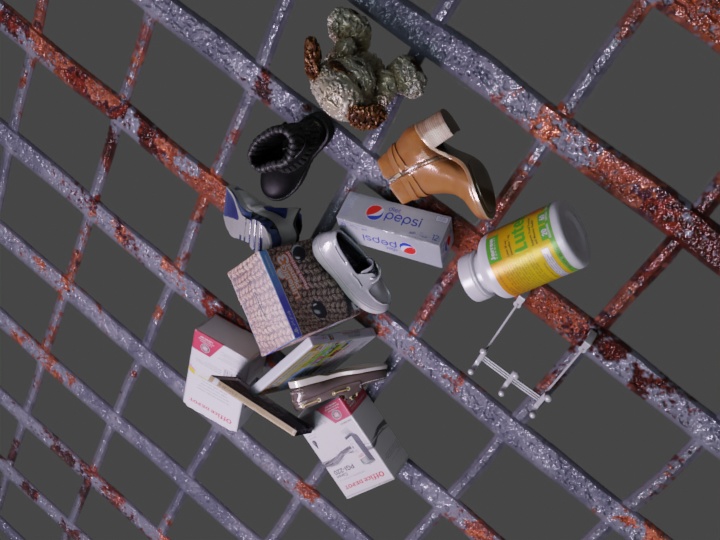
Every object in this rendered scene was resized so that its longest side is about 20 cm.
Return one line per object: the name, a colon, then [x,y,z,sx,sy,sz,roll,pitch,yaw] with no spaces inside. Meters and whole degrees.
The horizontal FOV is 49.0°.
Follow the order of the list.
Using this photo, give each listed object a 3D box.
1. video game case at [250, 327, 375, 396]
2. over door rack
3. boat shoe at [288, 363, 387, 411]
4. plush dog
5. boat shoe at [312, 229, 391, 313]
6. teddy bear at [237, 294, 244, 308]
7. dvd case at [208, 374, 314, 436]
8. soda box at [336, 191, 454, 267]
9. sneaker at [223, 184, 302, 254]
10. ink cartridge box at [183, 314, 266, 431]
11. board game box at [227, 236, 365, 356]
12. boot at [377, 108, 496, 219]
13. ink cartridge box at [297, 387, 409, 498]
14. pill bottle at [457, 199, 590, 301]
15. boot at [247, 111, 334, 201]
video game case: [-0.090,0.174,1.510,0.200,0.180,0.023,-41,67,35]
over door rack: [0.288,0.148,1.360,0.146,0.067,0.202,34,124,9]
boat shoe: [-0.038,0.220,1.508,0.072,0.196,0.061,166,94,-72]
plush dog: [-0.017,-0.298,1.259,0.199,0.172,0.161,42,125,4]
boat shoe: [0.000,0.000,1.417,0.068,0.073,0.201,-18,121,42]
teddy bear: [-0.167,0.065,1.566,0.198,0.067,0.147,33,126,12]
dvd case: [-0.188,0.259,1.528,0.198,0.149,0.016,30,87,13]
soda box: [0.061,-0.072,1.371,0.196,0.064,0.069,16,151,21]
sneaker: [-0.175,-0.091,1.496,0.199,0.113,0.082,41,128,42]
ink cartridge box: [-0.289,0.219,1.690,0.146,0.086,0.203,26,123,15]
board game box: [-0.111,0.039,1.413,0.096,0.198,0.162,-29,83,40]
boot: [0.126,-0.147,1.314,0.154,0.073,0.203,-32,83,34]
ink cartridge box: [-0.018,0.342,1.601,0.145,0.085,0.202,-32,97,35]
pill bottle: [0.258,-0.023,1.272,0.198,0.111,0.112,-26,98,34]
boot: [-0.146,-0.188,1.386,0.079,0.158,0.212,42,124,4]
